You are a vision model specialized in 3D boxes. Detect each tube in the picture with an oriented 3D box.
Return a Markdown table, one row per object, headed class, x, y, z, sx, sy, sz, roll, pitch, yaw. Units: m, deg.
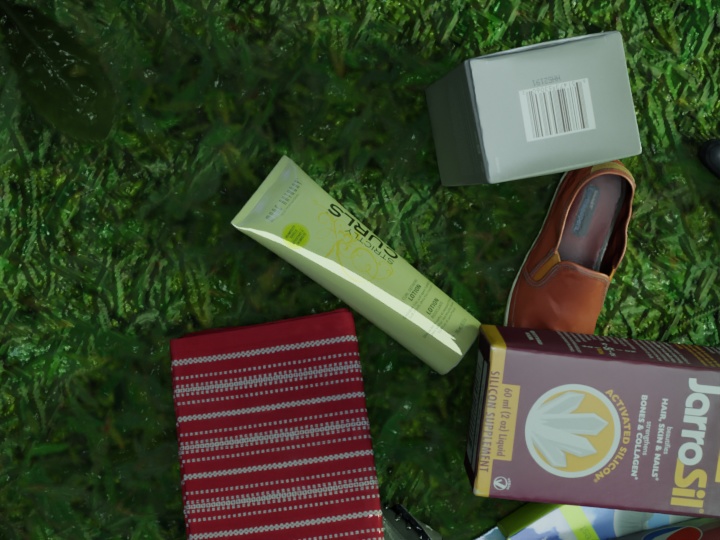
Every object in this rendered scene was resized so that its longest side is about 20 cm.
| class | x | y | z | sx | sy | sz | roll | pitch | yaw |
| --- | --- | --- | --- | --- | --- | --- | --- | --- | --- |
| tube | 0.000 | 0.000 | 0.946 | 0.200 | 0.058 | 0.052 | 39 | 107 | -4 |

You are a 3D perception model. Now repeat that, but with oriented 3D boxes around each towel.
| class | x | y | z | sx | sy | sz | roll | pitch | yaw |
| --- | --- | --- | --- | --- | --- | --- | --- | --- | --- |
| towel | -0.062 | 0.131 | 0.921 | 0.144 | 0.022 | 0.201 | -9 | 71 | 4 |

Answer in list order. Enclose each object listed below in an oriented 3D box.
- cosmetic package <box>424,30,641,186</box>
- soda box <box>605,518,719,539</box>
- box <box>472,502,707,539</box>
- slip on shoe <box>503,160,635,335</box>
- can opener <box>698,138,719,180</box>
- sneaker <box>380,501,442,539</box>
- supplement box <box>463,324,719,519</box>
| class | x | y | z | sx | sy | sz | roll | pitch | yaw |
| --- | --- | --- | --- | --- | --- | --- | --- | --- | --- |
| cosmetic package | 0.113 | -0.107 | 0.873 | 0.106 | 0.200 | 0.091 | -12 | 97 | -6 |
| soda box | 0.208 | 0.237 | 0.927 | 0.199 | 0.063 | 0.070 | -12 | 96 | -3 |
| box | 0.203 | 0.212 | 0.980 | 0.200 | 0.048 | 0.122 | -32 | 96 | -2 |
| slip on shoe | 0.160 | 0.007 | 0.954 | 0.074 | 0.061 | 0.201 | 18 | 94 | -7 |
| can opener | 0.342 | -0.034 | 0.962 | 0.200 | 0.063 | 0.079 | 41 | 91 | -6 |
| sneaker | 0.013 | 0.205 | 0.959 | 0.090 | 0.066 | 0.201 | -24 | 88 | -18 |
| supplement box | 0.181 | 0.108 | 0.904 | 0.199 | 0.086 | 0.111 | 6 | 98 | -1 |
